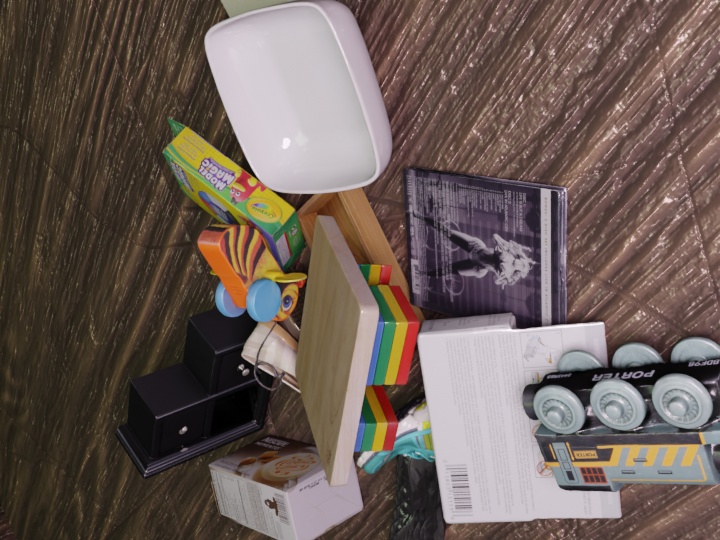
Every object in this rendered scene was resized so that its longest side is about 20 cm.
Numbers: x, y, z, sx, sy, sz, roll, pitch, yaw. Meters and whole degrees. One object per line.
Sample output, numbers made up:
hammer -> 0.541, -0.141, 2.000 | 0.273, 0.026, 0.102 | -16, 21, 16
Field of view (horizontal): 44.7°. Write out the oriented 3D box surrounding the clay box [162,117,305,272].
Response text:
clay box -> -0.158, -0.090, 1.046 | 0.199, 0.048, 0.115 | 36, 165, 15

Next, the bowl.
bowl -> -0.056, -0.187, 0.928 | 0.198, 0.075, 0.202 | 1, 120, 41

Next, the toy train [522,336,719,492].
toy train -> 0.232, 0.125, 0.726 | 0.198, 0.085, 0.115 | -12, 109, 39

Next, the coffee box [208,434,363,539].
coffee box -> -0.104, 0.292, 1.185 | 0.198, 0.113, 0.081 | 0, 105, 52

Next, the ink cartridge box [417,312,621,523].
ink cartridge box -> 0.152, 0.141, 0.837 | 0.170, 0.044, 0.204 | -6, 105, 14

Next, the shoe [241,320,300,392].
shoe -> -0.058, 0.138, 1.068 | 0.199, 0.054, 0.070 | 36, 149, 8

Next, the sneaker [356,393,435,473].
sneaker -> 0.076, 0.174, 0.920 | 0.199, 0.077, 0.080 | -33, 90, 30

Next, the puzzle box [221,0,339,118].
puzzle box -> -0.090, -0.282, 1.006 | 0.133, 0.025, 0.202 | -41, 72, 50

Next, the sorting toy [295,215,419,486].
sorting toy -> -0.007, 0.077, 0.903 | 0.199, 0.068, 0.203 | -117, 33, -58

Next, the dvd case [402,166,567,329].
dvd case -> 0.119, -0.018, 0.864 | 0.198, 0.016, 0.151 | 15, 116, 47

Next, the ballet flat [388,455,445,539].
ballet flat -> 0.068, 0.273, 1.027 | 0.057, 0.065, 0.203 | -96, 10, -65

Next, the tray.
tray -> 0.000, 0.000, 1.002 | 0.098, 0.037, 0.202 | -37, 75, 51

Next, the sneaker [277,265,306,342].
sneaker -> -0.116, 0.013, 1.122 | 0.202, 0.070, 0.076 | 63, 146, 13

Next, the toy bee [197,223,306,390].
toy bee -> -0.116, 0.018, 1.009 | 0.129, 0.109, 0.202 | 23, 136, 21

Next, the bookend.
bookend -> -0.222, 0.153, 1.203 | 0.092, 0.197, 0.202 | 42, 133, 34
